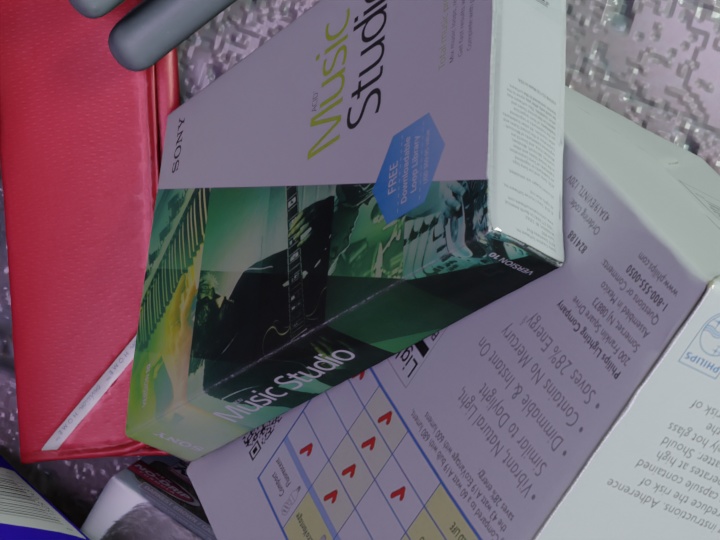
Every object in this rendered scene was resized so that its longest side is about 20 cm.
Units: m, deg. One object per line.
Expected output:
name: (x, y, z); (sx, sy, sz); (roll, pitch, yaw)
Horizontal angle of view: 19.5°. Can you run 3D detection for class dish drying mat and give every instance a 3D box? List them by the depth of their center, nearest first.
dish drying mat: (-0.107, -0.025, 0.832); (0.077, 0.018, 0.200); (-4, 89, 15)

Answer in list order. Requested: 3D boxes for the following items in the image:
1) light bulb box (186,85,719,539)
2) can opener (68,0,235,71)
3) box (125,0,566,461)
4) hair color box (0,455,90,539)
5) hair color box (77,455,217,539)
light bulb box: (0.061, 0.060, 0.709); (0.125, 0.198, 0.200); (24, 107, -29)
can opener: (-0.024, -0.149, 0.779); (0.200, 0.066, 0.053); (-36, 101, 11)
box: (-0.008, -0.031, 0.724); (0.036, 0.144, 0.200); (24, 143, -30)
hair color box: (-0.182, 0.175, 0.818); (0.109, 0.065, 0.200); (31, 101, 48)
hair color box: (-0.099, 0.184, 0.851); (0.099, 0.061, 0.200); (33, 103, 8)
